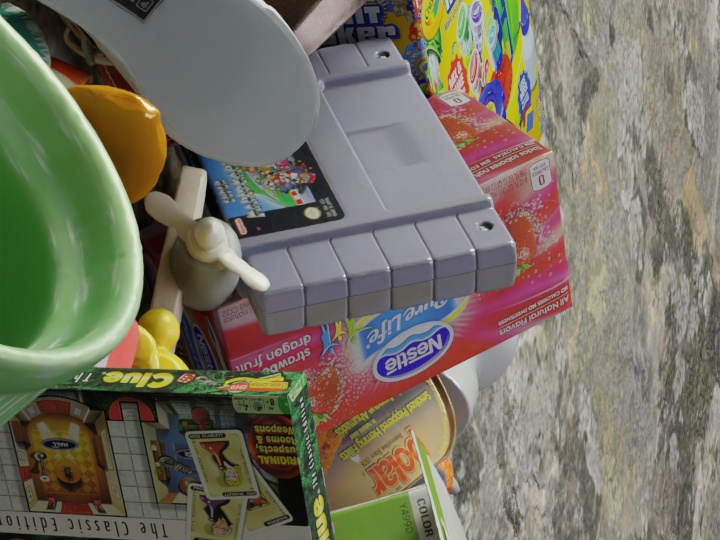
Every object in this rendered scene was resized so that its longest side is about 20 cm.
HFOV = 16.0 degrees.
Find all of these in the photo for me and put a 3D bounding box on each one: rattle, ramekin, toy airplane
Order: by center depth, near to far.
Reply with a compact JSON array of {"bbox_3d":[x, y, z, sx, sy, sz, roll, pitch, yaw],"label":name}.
[{"bbox_3d":[-0.175,-0.021,0.824,0.200,0.098,0.201,38,25,-22],"label":"ramekin"},{"bbox_3d":[-0.118,-0.078,1.011,0.143,0.130,0.200,-55,179,33],"label":"rattle"},{"bbox_3d":[-0.094,0.073,1.122,0.199,0.140,0.202,-44,132,-64],"label":"toy airplane"}]

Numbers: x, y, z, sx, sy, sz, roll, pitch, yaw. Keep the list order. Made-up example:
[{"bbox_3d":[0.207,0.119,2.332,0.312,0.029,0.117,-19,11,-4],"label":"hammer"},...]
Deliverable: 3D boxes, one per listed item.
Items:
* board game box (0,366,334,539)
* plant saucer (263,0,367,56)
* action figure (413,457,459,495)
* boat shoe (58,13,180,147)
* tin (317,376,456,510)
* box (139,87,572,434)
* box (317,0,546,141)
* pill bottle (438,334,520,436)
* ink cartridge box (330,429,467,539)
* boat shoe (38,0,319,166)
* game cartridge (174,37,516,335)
[{"bbox_3d":[-0.109,0.086,0.990,0.023,0.198,0.105,-60,145,-54],"label":"board game box"},{"bbox_3d":[0.003,-0.160,1.216,0.034,0.200,0.200,45,27,0],"label":"plant saucer"},{"bbox_3d":[0.002,0.166,1.467,0.193,0.104,0.201,-42,128,-51],"label":"action figure"},{"bbox_3d":[-0.116,-0.132,1.158,0.063,0.071,0.201,-61,145,-43],"label":"boat shoe"},{"bbox_3d":[-0.018,0.086,1.390,0.042,0.112,0.200,-48,171,30],"label":"tin"},{"bbox_3d":[0.000,0.000,1.299,0.199,0.095,0.100,-25,126,-20],"label":"box"},{"bbox_3d":[0.015,-0.116,1.456,0.200,0.121,0.194,-62,146,-52],"label":"box"},{"bbox_3d":[0.050,0.006,1.576,0.112,0.111,0.201,72,27,-43],"label":"pill bottle"},{"bbox_3d":[0.023,0.177,1.243,0.200,0.075,0.149,66,9,-68],"label":"ink cartridge box"},{"bbox_3d":[-0.098,-0.119,1.093,0.199,0.074,0.068,32,17,-32],"label":"boat shoe"},{"bbox_3d":[-0.016,-0.047,1.240,0.200,0.129,0.039,-118,-155,-51],"label":"game cartridge"}]
